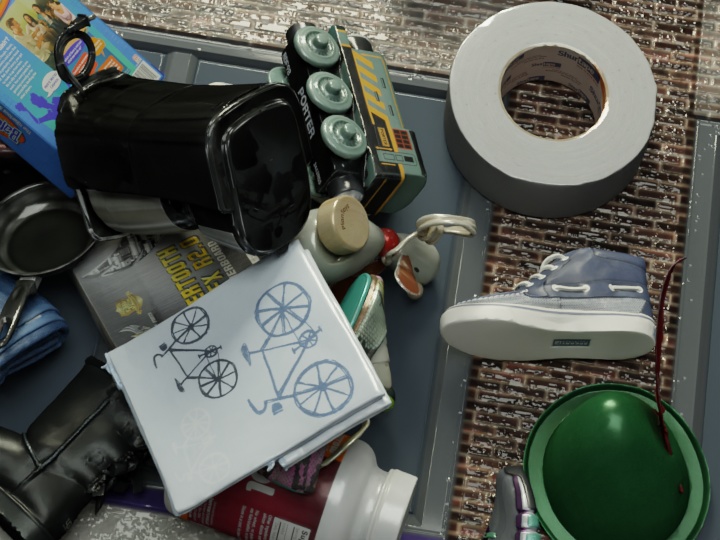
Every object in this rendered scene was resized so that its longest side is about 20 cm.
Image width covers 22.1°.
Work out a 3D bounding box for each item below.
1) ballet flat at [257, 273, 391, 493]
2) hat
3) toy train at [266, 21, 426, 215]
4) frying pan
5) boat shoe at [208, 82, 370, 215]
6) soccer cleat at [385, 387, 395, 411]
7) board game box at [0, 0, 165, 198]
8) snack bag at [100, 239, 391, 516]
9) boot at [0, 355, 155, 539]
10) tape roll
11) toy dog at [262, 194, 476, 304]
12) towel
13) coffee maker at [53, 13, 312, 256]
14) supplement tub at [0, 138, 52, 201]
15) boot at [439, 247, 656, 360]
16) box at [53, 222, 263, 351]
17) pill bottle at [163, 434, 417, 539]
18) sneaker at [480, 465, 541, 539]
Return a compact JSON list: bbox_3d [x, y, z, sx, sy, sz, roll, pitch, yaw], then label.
[{"bbox_3d":[-0.017,0.099,1.523,0.071,0.069,0.201,36,62,-11],"label":"ballet flat"},{"bbox_3d":[0.225,0.136,1.559,0.164,0.176,0.201,-18,67,-10],"label":"hat"},{"bbox_3d":[-0.012,-0.138,1.674,0.113,0.085,0.201,7,51,-32],"label":"toy train"},{"bbox_3d":[-0.273,-0.009,1.620,0.114,0.031,0.191,-16,48,-3],"label":"frying pan"},{"bbox_3d":[-0.057,-0.126,1.733,0.199,0.072,0.069,27,51,14],"label":"boat shoe"},{"bbox_3d":[-0.058,0.071,1.641,0.198,0.068,0.082,17,64,9],"label":"soccer cleat"},{"bbox_3d":[-0.291,-0.185,1.651,0.200,0.045,0.153,42,49,-13],"label":"board game box"},{"bbox_3d":[-0.095,0.089,1.493,0.199,0.021,0.189,-31,52,-1],"label":"snack bag"},{"bbox_3d":[-0.277,0.138,1.597,0.198,0.074,0.162,39,67,16],"label":"boot"},{"bbox_3d":[0.179,-0.154,1.754,0.198,0.066,0.202,1,65,-1],"label":"tape roll"},{"bbox_3d":[0.000,0.000,1.619,0.198,0.132,0.097,9,75,-28],"label":"toy dog"},{"bbox_3d":[-0.360,0.019,1.632,0.199,0.049,0.111,32,38,19],"label":"towel"},{"bbox_3d":[-0.156,-0.108,1.548,0.199,0.193,0.135,5,51,40],"label":"coffee maker"},{"bbox_3d":[-0.329,-0.172,1.719,0.106,0.107,0.202,-3,65,-4],"label":"supplement tub"},{"bbox_3d":[0.167,0.028,1.674,0.198,0.073,0.091,4,58,-9],"label":"boot"},{"bbox_3d":[-0.164,0.012,1.636,0.157,0.049,0.200,-24,47,-13],"label":"box"},{"bbox_3d":[-0.057,0.183,1.562,0.198,0.113,0.114,18,66,6],"label":"pill bottle"},{"bbox_3d":[0.112,0.263,1.556,0.087,0.075,0.202,-4,66,1],"label":"sneaker"}]
